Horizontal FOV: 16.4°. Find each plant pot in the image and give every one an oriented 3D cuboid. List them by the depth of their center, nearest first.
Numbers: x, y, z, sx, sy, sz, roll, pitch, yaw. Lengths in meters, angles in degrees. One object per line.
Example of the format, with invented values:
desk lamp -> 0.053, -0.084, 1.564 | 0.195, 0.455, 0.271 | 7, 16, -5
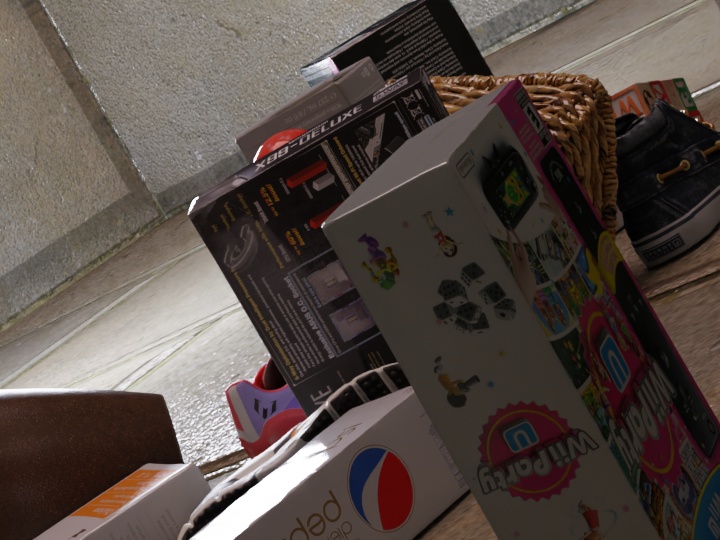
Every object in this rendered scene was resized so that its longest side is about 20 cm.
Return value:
plant pot -> -0.208, 0.150, 1.584 | 0.198, 0.188, 0.187 | -16, 5, -7

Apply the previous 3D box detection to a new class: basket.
basket -> 0.075, -0.033, 1.642 | 0.199, 0.143, 0.149 | 0, 36, 42

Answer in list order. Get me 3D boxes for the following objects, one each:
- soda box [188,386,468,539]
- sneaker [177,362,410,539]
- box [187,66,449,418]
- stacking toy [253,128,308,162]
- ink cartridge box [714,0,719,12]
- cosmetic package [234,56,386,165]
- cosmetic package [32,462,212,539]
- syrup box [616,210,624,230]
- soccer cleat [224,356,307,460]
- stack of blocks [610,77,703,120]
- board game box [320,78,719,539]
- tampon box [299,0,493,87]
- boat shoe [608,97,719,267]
soda box -> -0.027, 0.137, 1.293 | 0.068, 0.064, 0.200 | -23, 10, 47
sneaker -> -0.023, 0.112, 1.415 | 0.199, 0.074, 0.080 | -31, 5, -9
box -> 0.017, 0.009, 1.446 | 0.157, 0.201, 0.050 | -30, 11, 8
stacking toy -> 0.000, 0.000, 1.565 | 0.085, 0.201, 0.085 | -30, 9, 5
ink cartridge box -> 0.387, -0.250, 2.070 | 0.199, 0.117, 0.068 | -29, 8, 2
cosmetic package -> 0.005, -0.049, 1.916 | 0.106, 0.201, 0.090 | -29, 5, 26
cosmetic package -> -0.173, 0.194, 1.463 | 0.199, 0.072, 0.101 | -34, 8, -21
syrup box -> 0.099, -0.020, 1.810 | 0.200, 0.079, 0.081 | -35, 8, -34
soccer cleat -> -0.028, 0.074, 1.682 | 0.066, 0.077, 0.200 | -26, 8, 30
stack of blocks -> 0.162, -0.079, 1.951 | 0.199, 0.059, 0.115 | -27, -5, 27
board game box -> 0.075, 0.037, 0.998 | 0.064, 0.201, 0.148 | -27, 8, 22
tampon box -> 0.058, -0.134, 2.282 | 0.126, 0.201, 0.150 | -32, 6, -11
boat shoe -> 0.219, -0.081, 1.688 | 0.071, 0.091, 0.200 | -26, 8, 31
